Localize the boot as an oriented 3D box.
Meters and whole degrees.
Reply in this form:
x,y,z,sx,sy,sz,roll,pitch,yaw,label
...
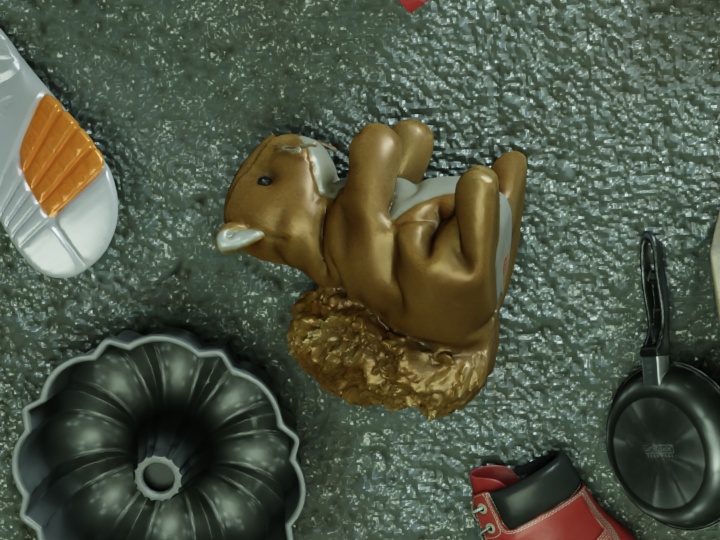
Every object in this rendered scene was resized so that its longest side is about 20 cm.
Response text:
x,y,z,sx,sy,sz,roll,pitch,yaw,label
0.087,0.216,1.729,0.200,0.072,0.144,-39,99,8,boot

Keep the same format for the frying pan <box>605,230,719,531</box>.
x,y,z,sx,sy,sz,roll,pitch,yaw,label
0.209,0.082,1.662,0.115,0.031,0.191,24,117,38,frying pan

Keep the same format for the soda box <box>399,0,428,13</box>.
x,y,z,sx,sy,sz,roll,pitch,yaw,label
-0.003,-0.258,1.558,0.070,0.064,0.200,-32,119,23,soda box

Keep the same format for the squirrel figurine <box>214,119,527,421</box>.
x,y,z,sx,sy,sz,roll,pitch,yaw,label
0.000,0.000,1.637,0.186,0.142,0.201,8,106,11,squirrel figurine

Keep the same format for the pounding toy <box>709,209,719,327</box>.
x,y,z,sx,sy,sz,roll,pitch,yaw,label
0.307,0.058,1.603,0.141,0.184,0.201,-8,99,12,pounding toy

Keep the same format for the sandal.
x,y,z,sx,sy,sz,roll,pitch,yaw,label
-0.223,-0.090,1.678,0.079,0.059,0.207,-31,81,-1,sandal

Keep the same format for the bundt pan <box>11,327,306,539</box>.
x,y,z,sx,sy,sz,roll,pitch,yaw,label
-0.131,0.127,1.720,0.201,0.076,0.203,2,108,6,bundt pan
